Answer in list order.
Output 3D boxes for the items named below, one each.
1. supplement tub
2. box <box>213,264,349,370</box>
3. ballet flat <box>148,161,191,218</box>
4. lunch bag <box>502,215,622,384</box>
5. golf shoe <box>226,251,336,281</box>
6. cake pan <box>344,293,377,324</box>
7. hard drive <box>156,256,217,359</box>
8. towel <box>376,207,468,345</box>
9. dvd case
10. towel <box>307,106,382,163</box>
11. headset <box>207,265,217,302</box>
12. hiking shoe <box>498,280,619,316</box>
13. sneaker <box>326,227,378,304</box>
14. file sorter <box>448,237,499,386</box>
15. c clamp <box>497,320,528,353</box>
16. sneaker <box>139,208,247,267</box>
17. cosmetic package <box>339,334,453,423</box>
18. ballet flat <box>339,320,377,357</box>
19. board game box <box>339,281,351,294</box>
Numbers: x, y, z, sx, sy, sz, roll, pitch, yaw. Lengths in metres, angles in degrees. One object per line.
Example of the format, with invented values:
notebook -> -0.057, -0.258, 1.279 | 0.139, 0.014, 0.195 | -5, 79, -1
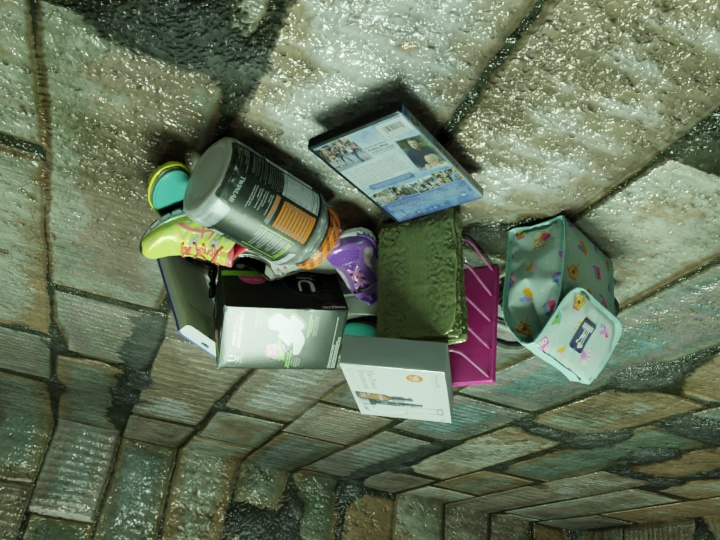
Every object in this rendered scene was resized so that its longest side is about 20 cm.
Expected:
supplement tub -> -0.132, -0.085, 0.932 | 0.199, 0.124, 0.122 | 30, 145, -35
box -> -0.138, 0.072, 1.115 | 0.198, 0.149, 0.125 | 4, 120, -18
ballet flat -> -0.278, -0.112, 0.983 | 0.066, 0.067, 0.200 | -26, 160, -15
lunch bag -> 0.295, 0.048, 0.985 | 0.121, 0.202, 0.170 | -18, 142, 40
golf shoe -> -0.126, -0.017, 1.093 | 0.198, 0.093, 0.073 | 13, 151, -16
cake pan -> 0.019, 0.103, 1.249 | 0.198, 0.037, 0.201 | 6, 151, 3
hard drive -> -0.292, 0.053, 1.170 | 0.025, 0.201, 0.132 | -33, 142, 5
towel -> 0.088, 0.016, 0.987 | 0.147, 0.202, 0.036 | -11, 163, 33
dvd case -> 0.048, -0.130, 0.860 | 0.142, 0.018, 0.200 | -13, 147, 36
towel -> 0.042, -0.134, 0.899 | 0.146, 0.024, 0.199 | -15, 145, 38
headset -> -0.180, 0.030, 1.243 | 0.198, 0.095, 0.124 | -3, 150, -14
hiking shoe -> 0.334, 0.056, 1.144 | 0.198, 0.076, 0.101 | 8, 162, 20
sneaker -> 0.000, 0.000, 1.050 | 0.080, 0.089, 0.200 | -17, 158, 12
file sorter -> 0.129, 0.066, 1.063 | 0.138, 0.202, 0.125 | -10, 146, 31
c clamp -> 0.274, 0.120, 1.313 | 0.199, 0.027, 0.170 | 23, 149, -25
sneaker -> -0.220, -0.044, 0.988 | 0.198, 0.091, 0.078 | -15, 159, -19
cosmetic package -> 0.060, 0.166, 1.009 | 0.149, 0.052, 0.201 | 1, 148, 12
ballet flat -> -0.022, 0.130, 1.212 | 0.198, 0.069, 0.072 | -12, 166, 32
board game box -> 0.017, 0.092, 1.313 | 0.197, 0.042, 0.200 | 9, 152, -2
